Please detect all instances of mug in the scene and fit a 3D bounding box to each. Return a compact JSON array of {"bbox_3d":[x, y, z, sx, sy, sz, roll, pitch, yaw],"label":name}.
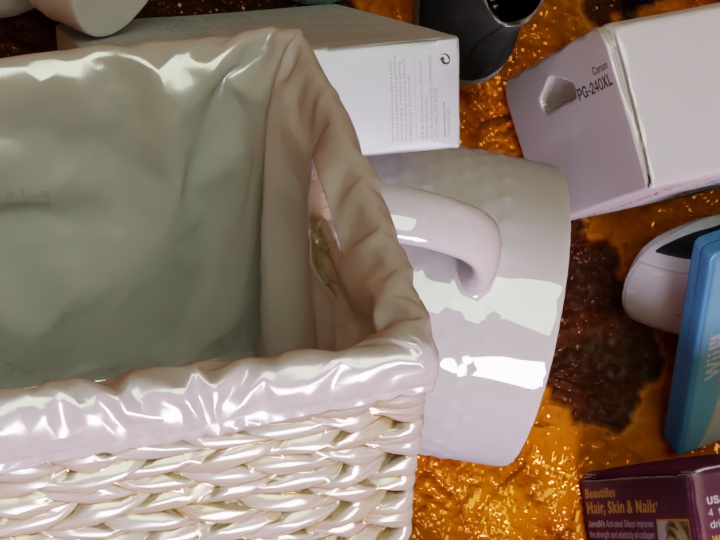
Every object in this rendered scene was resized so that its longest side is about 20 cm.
[{"bbox_3d":[0.000,0.000,0.725,0.173,0.200,0.149,10,75,-5],"label":"mug"}]

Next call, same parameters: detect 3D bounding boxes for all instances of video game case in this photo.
[{"bbox_3d":[0.255,0.014,0.827,0.198,0.144,0.018,-17,44,-17],"label":"video game case"}]

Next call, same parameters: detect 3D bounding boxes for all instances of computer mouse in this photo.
[{"bbox_3d":[0.237,-0.003,0.844,0.198,0.110,0.044,-17,47,-10],"label":"computer mouse"}]

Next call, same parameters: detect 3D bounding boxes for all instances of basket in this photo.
[{"bbox_3d":[-0.093,0.038,0.535,0.198,0.199,0.162,-7,127,-12],"label":"basket"}]

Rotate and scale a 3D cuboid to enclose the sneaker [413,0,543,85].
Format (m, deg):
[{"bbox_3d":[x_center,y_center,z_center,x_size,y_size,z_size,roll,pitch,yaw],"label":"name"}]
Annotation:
[{"bbox_3d":[0.067,-0.207,0.818,0.074,0.106,0.202,-4,83,-14],"label":"sneaker"}]

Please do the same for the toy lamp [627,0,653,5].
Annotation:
[{"bbox_3d":[0.247,-0.172,0.885,0.198,0.058,0.059,-2,82,-14],"label":"toy lamp"}]

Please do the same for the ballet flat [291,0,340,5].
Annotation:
[{"bbox_3d":[-0.087,-0.185,0.798,0.198,0.074,0.075,6,80,-13],"label":"ballet flat"}]

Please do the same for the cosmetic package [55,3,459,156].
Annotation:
[{"bbox_3d":[-0.056,-0.087,0.722,0.149,0.200,0.052,-4,104,-15],"label":"cosmetic package"}]

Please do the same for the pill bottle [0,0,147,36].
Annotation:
[{"bbox_3d":[-0.186,-0.183,0.715,0.199,0.112,0.112,27,75,16],"label":"pill bottle"}]

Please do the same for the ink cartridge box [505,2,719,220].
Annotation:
[{"bbox_3d":[0.194,-0.088,0.813,0.198,0.145,0.084,-13,88,-16],"label":"ink cartridge box"}]

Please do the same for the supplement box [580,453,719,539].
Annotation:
[{"bbox_3d":[0.192,0.193,0.780,0.102,0.131,0.202,-6,84,-16],"label":"supplement box"}]
